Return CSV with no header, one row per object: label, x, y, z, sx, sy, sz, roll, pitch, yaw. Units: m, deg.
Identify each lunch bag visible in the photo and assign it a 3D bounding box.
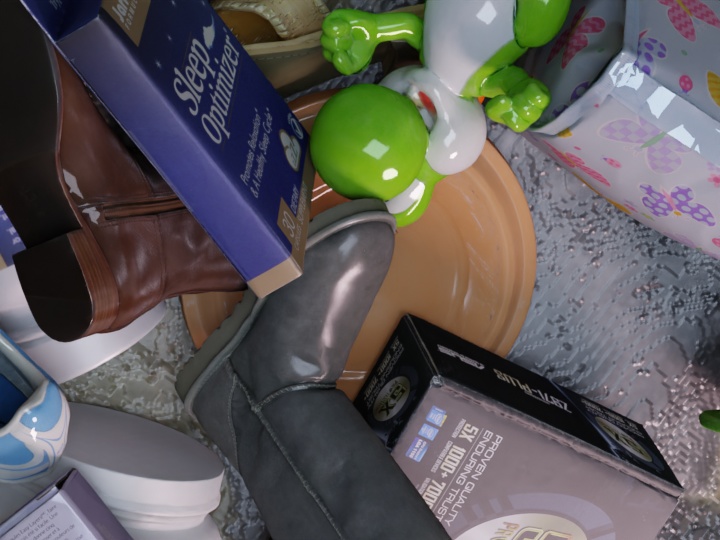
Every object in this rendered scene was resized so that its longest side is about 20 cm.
lunch bag,0.173,-0.081,1.351,0.169,0.200,0.127,31,97,-13

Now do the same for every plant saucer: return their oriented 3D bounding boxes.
plant saucer,0.000,0.000,1.420,0.199,0.032,0.201,-3,109,-10

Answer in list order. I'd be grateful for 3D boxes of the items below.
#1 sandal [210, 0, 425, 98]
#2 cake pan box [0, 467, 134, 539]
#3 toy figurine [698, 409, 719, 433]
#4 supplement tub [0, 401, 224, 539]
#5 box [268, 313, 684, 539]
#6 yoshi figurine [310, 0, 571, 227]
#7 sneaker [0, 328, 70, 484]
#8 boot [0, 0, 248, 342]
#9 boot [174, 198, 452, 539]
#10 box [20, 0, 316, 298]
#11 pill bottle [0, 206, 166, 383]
sandal,-0.039,-0.134,1.388,0.211,0.078,0.070,-10,73,-13
cake pan box,-0.159,0.225,1.298,0.200,0.052,0.184,-39,96,10
toy figurine,0.294,0.008,1.440,0.199,0.150,0.185,7,92,-32
supplement tub,-0.155,0.183,1.390,0.144,0.144,0.201,14,100,-11
box,0.051,0.152,1.423,0.163,0.086,0.200,26,105,-20
yoshi figurine,0.038,-0.106,1.314,0.112,0.113,0.201,17,116,-21
sneaker,-0.229,0.033,1.308,0.199,0.072,0.073,30,138,13
boot,-0.111,-0.067,1.299,0.064,0.200,0.187,-8,96,32
boot,0.002,0.091,1.313,0.072,0.200,0.182,0,138,-43
box,-0.090,-0.095,1.264,0.032,0.121,0.200,-29,117,21
pill bottle,-0.184,-0.046,1.346,0.119,0.120,0.201,-28,105,-2
